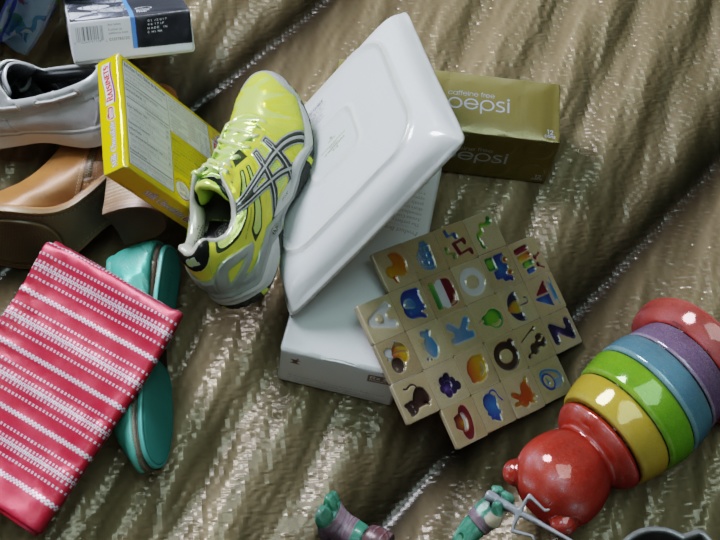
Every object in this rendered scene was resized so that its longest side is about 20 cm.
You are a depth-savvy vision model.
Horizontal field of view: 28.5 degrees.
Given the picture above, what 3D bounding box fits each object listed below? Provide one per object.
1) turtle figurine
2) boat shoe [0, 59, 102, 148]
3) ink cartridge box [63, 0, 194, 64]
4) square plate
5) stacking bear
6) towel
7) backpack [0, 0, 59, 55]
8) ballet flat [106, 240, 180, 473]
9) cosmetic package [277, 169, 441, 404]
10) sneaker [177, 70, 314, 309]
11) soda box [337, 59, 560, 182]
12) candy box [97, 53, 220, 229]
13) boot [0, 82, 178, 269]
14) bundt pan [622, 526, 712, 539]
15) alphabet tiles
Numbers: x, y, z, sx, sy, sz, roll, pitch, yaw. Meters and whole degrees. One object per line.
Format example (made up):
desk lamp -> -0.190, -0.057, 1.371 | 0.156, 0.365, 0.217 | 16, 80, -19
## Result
turtle figurine -> 0.055, 0.231, 1.042 | 0.199, 0.101, 0.150 | 9, 33, 15
boat shoe -> -0.277, -0.143, 1.174 | 0.199, 0.069, 0.072 | 10, 48, 37
ink cartridge box -> -0.202, -0.216, 1.210 | 0.099, 0.039, 0.200 | -9, 20, -12
square plate -> -0.015, -0.094, 1.133 | 0.028, 0.200, 0.199 | 30, 26, -33
stacking bear -> 0.204, 0.123, 1.115 | 0.200, 0.114, 0.121 | -39, 72, -17
towel -> -0.243, 0.086, 1.086 | 0.144, 0.022, 0.201 | 27, 78, 25
backpack -> -0.322, -0.297, 1.235 | 0.146, 0.183, 0.201 | 12, 56, -23
ballet flat -> -0.184, 0.071, 1.129 | 0.070, 0.067, 0.201 | -9, 61, 16
cosmetic package -> 0.000, 0.000, 1.173 | 0.101, 0.074, 0.201 | 14, 65, 0
sneaker -> -0.090, -0.074, 1.107 | 0.075, 0.076, 0.201 | -7, 62, 28
soda box -> 0.074, -0.131, 1.249 | 0.199, 0.068, 0.064 | 5, 62, -3
candy box -> -0.141, -0.084, 1.140 | 0.026, 0.200, 0.103 | -21, 61, 20
boot -> -0.244, -0.085, 1.198 | 0.199, 0.074, 0.155 | -6, 50, 6
bundt pan -> 0.225, 0.295, 1.041 | 0.201, 0.076, 0.203 | 2, 63, -5
alphabet tiles -> 0.091, 0.045, 1.146 | 0.199, 0.006, 0.167 | -21, 84, -35
